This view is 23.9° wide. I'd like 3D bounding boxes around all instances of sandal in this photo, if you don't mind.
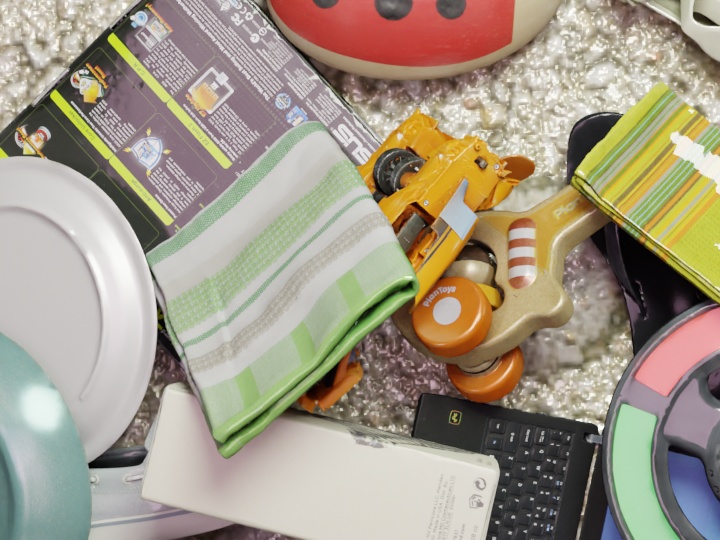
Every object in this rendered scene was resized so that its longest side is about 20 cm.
[{"bbox_3d":[0.185,-0.007,1.060,0.076,0.043,0.202,-20,87,6],"label":"sandal"}]

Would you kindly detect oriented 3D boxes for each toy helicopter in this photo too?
[{"bbox_3d":[0.102,-0.025,1.036,0.199,0.079,0.133,-34,52,4],"label":"toy helicopter"}]

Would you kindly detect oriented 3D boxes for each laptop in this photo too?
[{"bbox_3d":[0.124,0.183,1.030,0.199,0.103,0.179,12,90,-21],"label":"laptop"}]

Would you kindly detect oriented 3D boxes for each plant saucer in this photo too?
[{"bbox_3d":[-0.257,0.131,1.068,0.199,0.036,0.202,7,103,29],"label":"plant saucer"}]

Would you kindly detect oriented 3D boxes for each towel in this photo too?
[{"bbox_3d":[-0.052,0.001,0.974,0.149,0.200,0.031,-43,122,8],"label":"towel"},{"bbox_3d":[0.223,-0.021,0.982,0.200,0.018,0.086,40,76,11],"label":"towel"}]

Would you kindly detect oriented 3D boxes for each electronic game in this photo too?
[{"bbox_3d":[0.240,0.110,0.992,0.198,0.042,0.202,0,91,8],"label":"electronic game"}]

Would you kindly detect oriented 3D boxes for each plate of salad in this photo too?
[{"bbox_3d":[-0.207,0.029,1.076,0.199,0.048,0.202,2,94,26],"label":"plate of salad"}]

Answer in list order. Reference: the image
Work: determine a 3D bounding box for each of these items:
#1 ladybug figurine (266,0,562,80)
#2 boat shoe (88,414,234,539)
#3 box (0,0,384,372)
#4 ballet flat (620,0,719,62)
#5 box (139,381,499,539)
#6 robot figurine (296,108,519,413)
[{"bbox_3d":[0.033,-0.189,1.052,0.198,0.072,0.137,-9,80,-3],"label":"ladybug figurine"},{"bbox_3d":[-0.120,0.127,1.075,0.199,0.070,0.072,-13,98,9],"label":"boat shoe"},{"bbox_3d":[-0.104,-0.071,1.092,0.193,0.048,0.200,-44,86,6],"label":"box"},{"bbox_3d":[0.198,-0.175,1.043,0.199,0.069,0.070,33,93,3],"label":"ballet flat"},{"bbox_3d":[-0.022,0.121,0.997,0.198,0.082,0.069,14,89,2],"label":"box"},{"bbox_3d":[0.000,0.000,1.004,0.058,0.145,0.200,39,89,-25],"label":"robot figurine"}]
